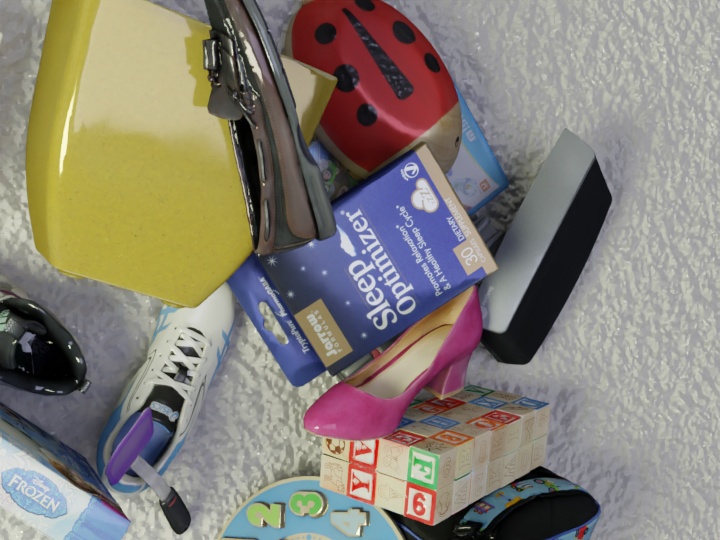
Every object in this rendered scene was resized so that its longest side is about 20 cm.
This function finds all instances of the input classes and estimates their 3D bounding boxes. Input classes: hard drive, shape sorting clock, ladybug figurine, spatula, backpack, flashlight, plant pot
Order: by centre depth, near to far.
[{"bbox_3d":[-0.163,-0.086,0.925,0.193,0.194,0.203,18,90,-23],"label":"plant pot"},{"bbox_3d":[-0.163,0.171,0.955,0.057,0.020,0.201,-54,154,-24],"label":"spatula"},{"bbox_3d":[-0.045,0.276,1.009,0.039,0.198,0.203,19,84,-63],"label":"shape sorting clock"},{"bbox_3d":[0.015,-0.163,1.041,0.136,0.072,0.200,-42,95,-17],"label":"ladybug figurine"},{"bbox_3d":[0.109,0.245,1.069,0.198,0.182,0.137,-8,105,-35],"label":"backpack"},{"bbox_3d":[0.055,0.033,1.083,0.200,0.068,0.068,-44,64,-11],"label":"flashlight"},{"bbox_3d":[0.171,-0.015,1.111,0.202,0.042,0.135,-61,152,-9],"label":"hard drive"}]

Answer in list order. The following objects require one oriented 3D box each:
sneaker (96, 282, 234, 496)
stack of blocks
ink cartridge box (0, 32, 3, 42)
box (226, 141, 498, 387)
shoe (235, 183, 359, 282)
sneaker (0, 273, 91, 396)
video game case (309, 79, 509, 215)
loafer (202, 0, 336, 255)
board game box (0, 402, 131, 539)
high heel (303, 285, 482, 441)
[{"bbox_3d":[-0.155,0.093,0.996,0.071,0.072,0.202,28,80,-20],"label":"sneaker"},{"bbox_3d":[0.069,0.150,1.039,0.199,0.114,0.059,-10,108,-54],"label":"stack of blocks"},{"bbox_3d":[-0.340,-0.141,0.873,0.116,0.067,0.203,26,70,-38],"label":"ink cartridge box"},{"bbox_3d":[0.000,0.000,0.982,0.199,0.032,0.122,-33,100,0],"label":"box"},{"bbox_3d":[-0.022,-0.030,1.028,0.197,0.071,0.092,6,92,-3],"label":"shoe"},{"bbox_3d":[-0.283,0.031,0.897,0.199,0.140,0.078,33,80,-22],"label":"sneaker"},{"bbox_3d":[0.029,-0.083,1.096,0.199,0.018,0.144,-37,106,-18],"label":"video game case"},{"bbox_3d":[-0.075,-0.102,0.822,0.062,0.072,0.202,-24,113,-9],"label":"loafer"},{"bbox_3d":[-0.274,0.123,0.874,0.198,0.200,0.044,38,80,-21],"label":"board game box"},{"bbox_3d":[0.031,0.073,0.977,0.198,0.067,0.097,-13,119,-42],"label":"high heel"}]
